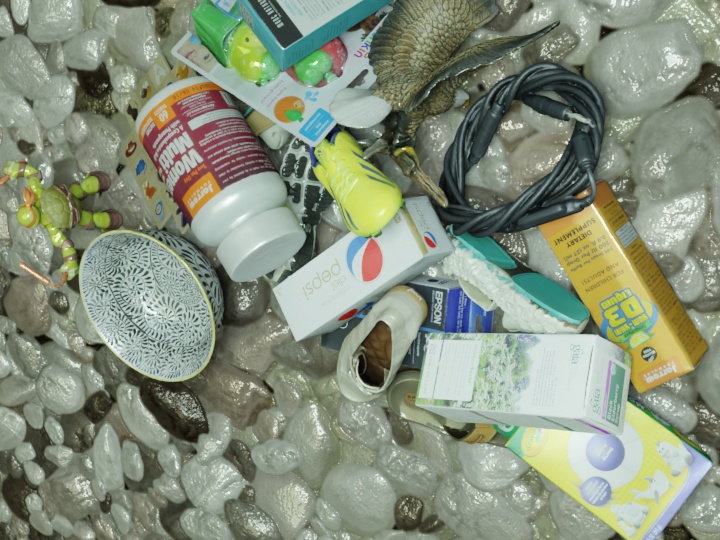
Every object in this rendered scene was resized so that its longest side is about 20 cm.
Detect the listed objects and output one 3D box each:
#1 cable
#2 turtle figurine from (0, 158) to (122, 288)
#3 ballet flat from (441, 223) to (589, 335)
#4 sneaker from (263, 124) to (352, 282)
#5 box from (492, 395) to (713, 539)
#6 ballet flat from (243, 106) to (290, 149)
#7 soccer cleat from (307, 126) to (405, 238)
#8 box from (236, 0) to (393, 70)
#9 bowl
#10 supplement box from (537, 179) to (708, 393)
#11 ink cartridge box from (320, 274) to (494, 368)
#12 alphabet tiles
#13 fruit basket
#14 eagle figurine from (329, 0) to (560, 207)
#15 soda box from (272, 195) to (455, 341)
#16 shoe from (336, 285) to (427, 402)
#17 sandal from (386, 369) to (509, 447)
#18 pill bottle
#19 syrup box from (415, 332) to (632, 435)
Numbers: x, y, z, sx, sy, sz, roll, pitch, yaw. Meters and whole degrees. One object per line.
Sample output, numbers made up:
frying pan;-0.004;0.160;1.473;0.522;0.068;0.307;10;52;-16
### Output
cable;0.146;-0.115;0.979;0.199;0.051;0.164;-18;68;42
turtle figurine;-0.372;-0.085;1.228;0.064;0.161;0.201;-32;87;30
ballet flat;0.152;0.021;1.015;0.200;0.071;0.072;43;121;40
sneaker;-0.075;-0.087;1.124;0.077;0.085;0.201;21;99;-23
box;0.240;0.175;1.013;0.200;0.048;0.118;36;97;13
ballet flat;-0.116;-0.155;1.137;0.200;0.069;0.063;-31;96;39
soccer cleat;-0.014;-0.094;0.992;0.065;0.200;0.084;-43;117;7
box;-0.019;-0.288;0.985;0.199;0.049;0.082;-35;80;-12
bowl;-0.235;0.025;1.212;0.200;0.094;0.202;14;122;23
supplement box;0.257;0.015;0.977;0.066;0.069;0.201;-33;88;32
ink cartridge box;0.049;0.053;1.112;0.199;0.039;0.100;8;106;25
alphabet tiles;-0.224;-0.152;1.182;0.166;0.006;0.201;-47;60;33
fruit basket;-0.068;-0.243;1.030;0.199;0.094;0.185;33;71;23
eagle figurine;0.076;-0.192;0.966;0.151;0.151;0.201;31;112;1
soda box;0.000;0.000;1.056;0.200;0.064;0.068;-35;76;35
shoe;0.011;0.090;1.075;0.070;0.053;0.200;33;139;6
sandal;0.116;0.155;1.090;0.199;0.054;0.081;7;106;21
pill bottle;-0.145;-0.095;1.045;0.109;0.109;0.201;-41;73;29
syrup box;0.158;0.109;0.979;0.199;0.081;0.079;-2;69;41
